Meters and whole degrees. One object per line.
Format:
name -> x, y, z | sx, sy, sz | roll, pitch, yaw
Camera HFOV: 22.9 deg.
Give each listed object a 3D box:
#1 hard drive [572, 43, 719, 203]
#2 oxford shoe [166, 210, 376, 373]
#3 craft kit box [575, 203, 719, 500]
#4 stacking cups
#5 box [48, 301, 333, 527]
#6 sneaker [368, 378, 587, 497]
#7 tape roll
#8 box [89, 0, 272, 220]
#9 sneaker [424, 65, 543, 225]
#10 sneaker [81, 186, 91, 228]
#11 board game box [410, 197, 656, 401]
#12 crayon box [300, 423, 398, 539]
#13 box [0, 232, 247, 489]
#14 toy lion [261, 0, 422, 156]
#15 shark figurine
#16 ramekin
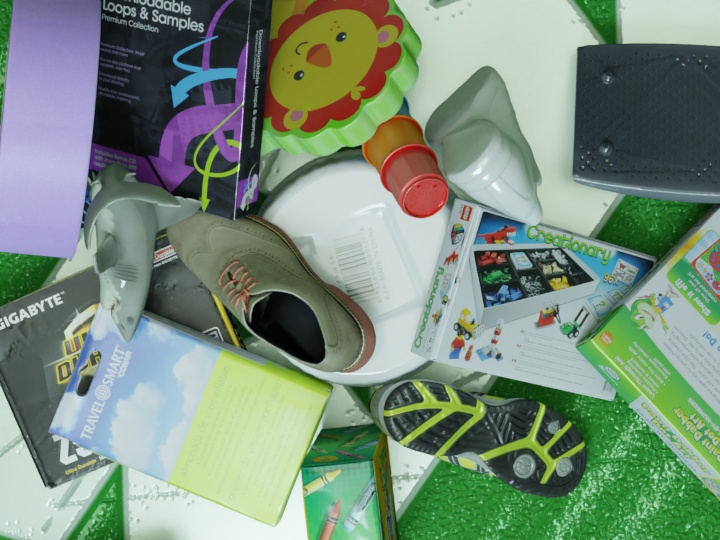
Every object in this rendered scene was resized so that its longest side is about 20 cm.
hard drive -> 0.272, -0.116, 1.444 | 0.200, 0.042, 0.135 | 3, 68, 3
oxford shoe -> -0.079, 0.008, 1.368 | 0.200, 0.075, 0.071 | 33, 105, 20
craft kit box -> 0.311, 0.065, 1.443 | 0.197, 0.049, 0.200 | -43, 90, -18
stacking cups -> 0.019, -0.108, 1.405 | 0.060, 0.200, 0.061 | -11, 132, -12
box -> -0.136, 0.114, 1.444 | 0.200, 0.048, 0.122 | 22, 93, 1
sneaker -> 0.099, 0.129, 1.468 | 0.200, 0.076, 0.076 | 24, 87, -22
tape roll -> -0.237, -0.111, 1.336 | 0.066, 0.200, 0.201 | 5, 93, -12
box -> -0.141, -0.151, 1.372 | 0.143, 0.036, 0.200 | 15, 110, 25
sneaker -> 0.106, -0.092, 1.410 | 0.075, 0.200, 0.088 | -41, 110, 19
sneaker -> -0.224, -0.072, 1.481 | 0.200, 0.078, 0.070 | -14, 90, -18
board game box -> 0.142, 0.026, 1.428 | 0.200, 0.035, 0.126 | 15, 94, -35
crayon box -> -0.006, 0.195, 1.414 | 0.058, 0.200, 0.119 | -6, 93, 4
box -> -0.201, 0.072, 1.493 | 0.200, 0.049, 0.160 | -23, 94, 3
toy lion -> -0.055, -0.156, 1.414 | 0.200, 0.069, 0.192 | -37, 51, 4
shark figurine -> -0.163, -0.045, 1.341 | 0.089, 0.215, 0.128 | -5, 66, -8
ramekin -> 0.000, 0.000, 1.456 | 0.200, 0.098, 0.201 | 0, 93, 2
